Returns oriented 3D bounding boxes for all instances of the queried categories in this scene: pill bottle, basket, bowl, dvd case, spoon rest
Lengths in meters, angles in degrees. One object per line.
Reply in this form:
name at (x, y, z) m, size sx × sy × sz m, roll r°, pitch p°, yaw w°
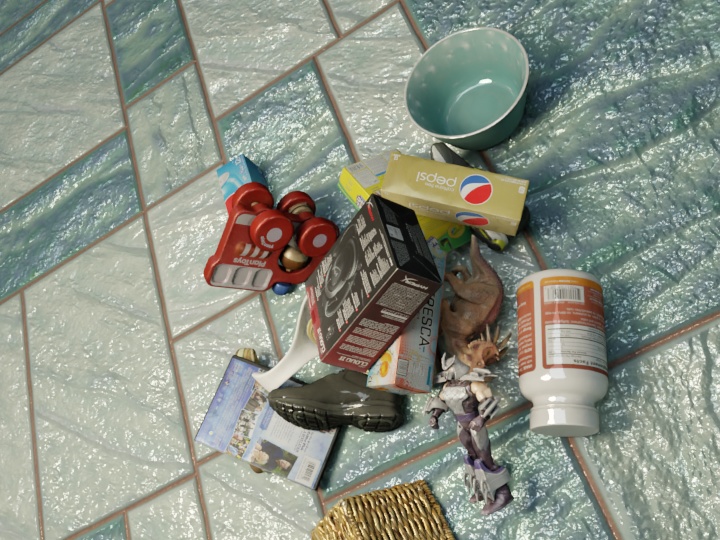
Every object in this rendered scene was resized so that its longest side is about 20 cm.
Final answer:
pill bottle at (0.261, 0.108, 0.960) m, size 0.112 × 0.112 × 0.200 m, roll -7°, pitch 66°, yaw 25°
basket at (0.041, 0.403, 0.977) m, size 0.143 × 0.149 × 0.200 m, roll -58°, pitch 48°, yaw 36°
bowl at (0.180, -0.272, 1.174) m, size 0.201 × 0.105 × 0.201 m, roll -11°, pitch 65°, yaw 23°
dvd case at (-0.131, 0.227, 1.117) m, size 0.200 × 0.018 × 0.143 m, roll 20°, pitch 71°, yaw 8°
spoon rest at (-0.075, 0.101, 1.113) m, size 0.200 × 0.099 × 0.061 m, roll -48°, pitch 14°, yaw -12°

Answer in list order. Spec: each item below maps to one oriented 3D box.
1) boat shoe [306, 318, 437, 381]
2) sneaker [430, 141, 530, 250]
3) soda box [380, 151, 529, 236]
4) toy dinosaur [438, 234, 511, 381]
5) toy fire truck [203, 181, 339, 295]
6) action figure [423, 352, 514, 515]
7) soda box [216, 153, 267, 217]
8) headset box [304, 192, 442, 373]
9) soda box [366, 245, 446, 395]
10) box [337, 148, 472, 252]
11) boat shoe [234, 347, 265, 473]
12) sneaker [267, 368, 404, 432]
boat shoe at (0.014, 0.115, 1.056) m, size 0.200 × 0.063 × 0.073 m, roll 28°, pitch 97°, yaw 6°
sneaker at (0.180, -0.123, 1.130) m, size 0.085 × 0.074 × 0.200 m, roll -32°, pitch 72°, yaw -5°
soda box at (0.132, -0.109, 1.055) m, size 0.200 × 0.068 × 0.064 m, roll 13°, pitch 75°, yaw 9°
toy dinosaur at (0.162, 0.059, 1.039) m, size 0.135 × 0.086 × 0.200 m, roll 20°, pitch 89°, yaw 32°
toy fire truck at (-0.140, -0.038, 1.198) m, size 0.112 × 0.200 × 0.168 m, roll 52°, pitch 123°, yaw 44°
action figure at (0.140, 0.200, 0.945) m, size 0.069 × 0.130 × 0.200 m, roll -18°, pitch 90°, yaw -23°
soda box at (-0.195, -0.107, 1.322) m, size 0.064 × 0.068 × 0.200 m, roll -29°, pitch 58°, yaw 13°
headset box at (0.005, 0.025, 0.977) m, size 0.200 × 0.077 × 0.149 m, roll -53°, pitch 34°, yaw 30°
soda box at (0.063, 0.065, 0.998) m, size 0.068 × 0.064 × 0.200 m, roll -18°, pitch 59°, yaw 55°
box at (0.070, -0.094, 1.136) m, size 0.117 × 0.048 × 0.200 m, roll -25°, pitch 62°, yaw -33°
boat shoe at (-0.147, 0.212, 1.165) m, size 0.076 × 0.072 × 0.200 m, roll -17°, pitch 71°, yaw 7°
sneaker at (-0.035, 0.186, 1.092) m, size 0.200 × 0.076 × 0.091 m, roll 5°, pitch 56°, yaw -1°
